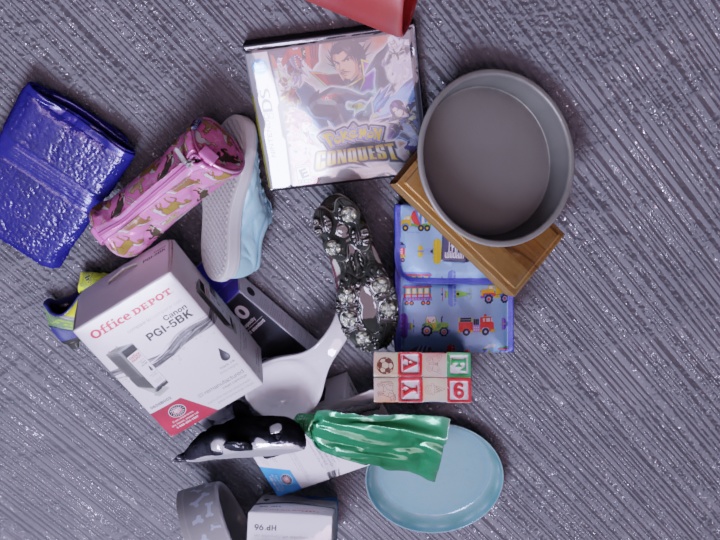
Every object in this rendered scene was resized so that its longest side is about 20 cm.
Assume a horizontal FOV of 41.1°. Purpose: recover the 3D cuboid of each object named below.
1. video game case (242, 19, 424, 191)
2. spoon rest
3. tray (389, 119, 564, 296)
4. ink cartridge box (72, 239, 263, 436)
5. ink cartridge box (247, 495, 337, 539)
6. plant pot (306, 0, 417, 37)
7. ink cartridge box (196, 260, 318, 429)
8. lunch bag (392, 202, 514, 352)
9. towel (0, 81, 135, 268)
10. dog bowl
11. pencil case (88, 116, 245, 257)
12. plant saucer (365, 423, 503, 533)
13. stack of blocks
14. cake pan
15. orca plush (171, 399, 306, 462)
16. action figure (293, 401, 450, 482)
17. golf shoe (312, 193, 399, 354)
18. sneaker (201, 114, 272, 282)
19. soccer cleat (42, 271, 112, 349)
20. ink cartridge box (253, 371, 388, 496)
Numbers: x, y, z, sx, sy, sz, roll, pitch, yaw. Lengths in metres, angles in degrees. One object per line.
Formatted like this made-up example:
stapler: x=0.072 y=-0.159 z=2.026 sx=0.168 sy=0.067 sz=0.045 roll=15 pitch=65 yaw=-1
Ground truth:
video game case: x=-0.025 y=-0.190 z=1.127 sx=0.198 sy=0.026 sz=0.182 roll=-6 pitch=118 yaw=4
spoon rest: x=-0.072 y=0.119 z=1.230 sx=0.099 sy=0.061 sz=0.200 roll=33 pitch=110 yaw=-16
tray: x=0.140 y=-0.072 z=1.138 sx=0.200 sy=0.037 sz=0.099 roll=42 pitch=84 yaw=-14
ink cartridge box: x=-0.233 y=0.085 z=1.178 sx=0.146 sy=0.083 sz=0.201 roll=-30 pitch=120 yaw=9
ink cartridge box: x=-0.092 y=0.357 z=1.315 sx=0.115 sy=0.200 sz=0.069 roll=2 pitch=85 yaw=1
plant pot: x=-0.021 y=-0.351 z=0.958 sx=0.176 sy=0.201 sz=0.202 roll=12 pitch=118 yaw=4
ink cartridge box: x=-0.190 y=0.104 z=1.278 sx=0.198 sy=0.043 sz=0.200 roll=-41 pitch=109 yaw=19
lunch bag: x=0.115 y=-0.005 z=1.202 sx=0.149 sy=0.094 sz=0.202 roll=-1 pitch=104 yaw=-1
towel: x=-0.379 y=-0.114 z=1.164 sx=0.147 sy=0.050 sz=0.200 roll=35 pitch=112 yaw=-13
dog bowl: x=-0.189 y=0.389 z=1.350 sx=0.058 sy=0.200 sz=0.201 roll=-26 pitch=116 yaw=-2
pencil case: x=-0.226 y=-0.093 z=1.113 sx=0.199 sy=0.083 sz=0.086 roll=-34 pitch=141 yaw=27
plant saucer: x=0.106 y=0.294 z=1.384 sx=0.198 sy=0.027 sz=0.202 roll=0 pitch=119 yaw=0
stack of blocks: x=0.076 y=0.135 z=1.204 sx=0.114 sy=0.200 sz=0.059 roll=0 pitch=83 yaw=3
cake pan: x=0.151 y=-0.127 z=1.099 sx=0.198 sy=0.037 sz=0.202 roll=1 pitch=88 yaw=-19
orca plush: x=-0.156 y=0.208 z=1.259 sx=0.105 sy=0.072 sz=0.199 roll=16 pitch=154 yaw=-42
action figure: x=0.009 y=0.212 z=1.247 sx=0.198 sy=0.055 sz=0.119 roll=9 pitch=122 yaw=-1
golf shoe: x=0.000 y=0.000 z=1.175 sx=0.076 sy=0.088 sz=0.202 roll=-13 pitch=105 yaw=5
sneaker: x=-0.144 y=-0.089 z=1.171 sx=0.074 sy=0.082 sz=0.202 roll=22 pitch=108 yaw=36
soccer cleat: x=-0.318 y=0.029 z=1.229 sx=0.199 sy=0.065 sz=0.084 roll=-27 pitch=106 yaw=13
ink cartridge box: x=-0.048 y=0.220 z=1.322 sx=0.199 sy=0.068 sz=0.117 roll=-21 pitch=116 yaw=12
